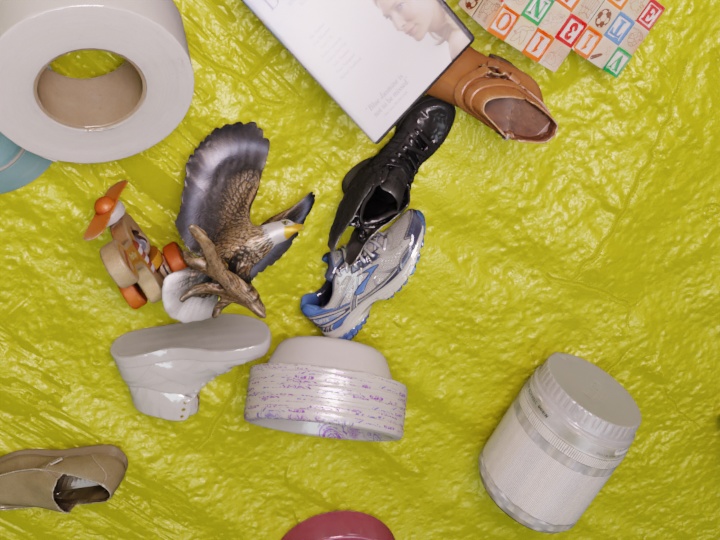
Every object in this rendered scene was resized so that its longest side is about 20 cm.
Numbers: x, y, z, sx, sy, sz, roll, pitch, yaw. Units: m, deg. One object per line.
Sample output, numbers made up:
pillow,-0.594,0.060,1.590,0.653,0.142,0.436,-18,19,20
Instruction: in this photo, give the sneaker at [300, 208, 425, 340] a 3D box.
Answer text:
sneaker,0.000,0.000,1.052,0.084,0.077,0.201,32,110,-21

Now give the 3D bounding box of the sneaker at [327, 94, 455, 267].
sneaker,0.038,-0.103,0.978,0.199,0.105,0.060,-42,118,16

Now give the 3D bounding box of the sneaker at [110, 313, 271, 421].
sneaker,-0.199,0.124,1.097,0.195,0.074,0.117,-6,124,5

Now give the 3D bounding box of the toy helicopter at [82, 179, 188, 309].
toy helicopter,-0.245,-0.025,0.926,0.078,0.200,0.134,-27,99,-3

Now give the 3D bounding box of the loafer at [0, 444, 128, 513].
loafer,-0.405,0.276,1.149,0.196,0.068,0.077,-12,122,-3

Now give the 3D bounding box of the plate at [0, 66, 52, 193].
plate,-0.408,-0.165,0.911,0.195,0.026,0.204,-4,122,-7

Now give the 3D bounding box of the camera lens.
camera lens,0.263,0.236,1.186,0.157,0.161,0.202,19,116,-20

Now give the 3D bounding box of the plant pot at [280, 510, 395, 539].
plant pot,-0.026,0.485,1.274,0.195,0.180,0.204,-5,122,-8

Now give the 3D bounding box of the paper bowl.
paper bowl,-0.040,0.145,1.079,0.196,0.107,0.201,7,163,2

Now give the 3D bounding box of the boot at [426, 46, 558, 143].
boot,0.103,-0.193,0.906,0.196,0.156,0.075,7,120,-14

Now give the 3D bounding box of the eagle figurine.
eagle figurine,-0.125,-0.040,0.946,0.148,0.202,0.154,10,129,-7

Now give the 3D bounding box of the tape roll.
tape roll,-0.262,-0.195,0.845,0.198,0.072,0.204,-14,149,-8

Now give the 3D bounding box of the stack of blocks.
stack of blocks,0.209,-0.270,0.901,0.198,0.059,0.116,16,118,-39

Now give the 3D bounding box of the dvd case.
dvd case,-0.003,-0.242,0.835,0.143,0.018,0.200,-45,107,3
